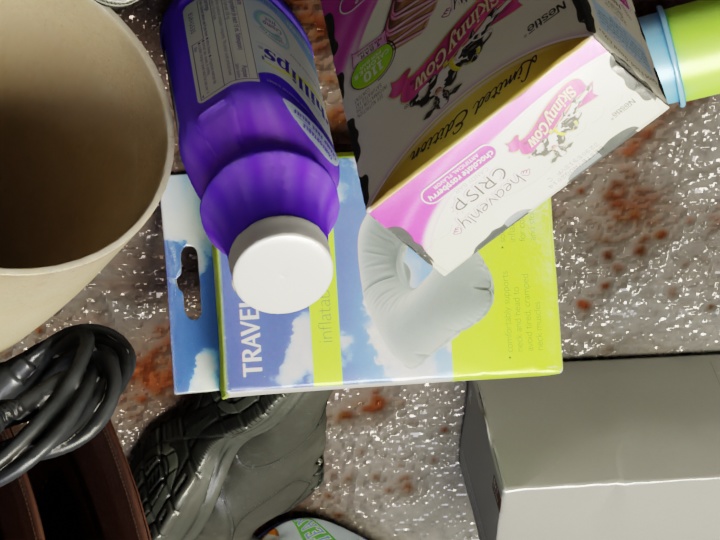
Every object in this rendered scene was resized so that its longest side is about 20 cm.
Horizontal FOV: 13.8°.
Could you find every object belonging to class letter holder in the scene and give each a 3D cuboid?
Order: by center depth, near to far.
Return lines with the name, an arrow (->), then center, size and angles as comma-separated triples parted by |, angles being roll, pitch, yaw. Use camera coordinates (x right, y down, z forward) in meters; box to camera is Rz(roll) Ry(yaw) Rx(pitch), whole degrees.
letter holder -> -0.189, 0.149, 1.551 | 0.100, 0.200, 0.142 | 17, 119, -30

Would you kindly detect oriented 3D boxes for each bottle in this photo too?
bottle -> -0.049, -0.060, 1.413 | 0.065, 0.200, 0.084 | -32, 127, 15

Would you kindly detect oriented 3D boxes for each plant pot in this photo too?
plant pot -> -0.210, -0.025, 1.443 | 0.187, 0.188, 0.200 | 11, 144, -19

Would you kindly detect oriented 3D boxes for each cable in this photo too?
cable -> -0.201, 0.085, 1.471 | 0.200, 0.163, 0.051 | -29, 96, -22

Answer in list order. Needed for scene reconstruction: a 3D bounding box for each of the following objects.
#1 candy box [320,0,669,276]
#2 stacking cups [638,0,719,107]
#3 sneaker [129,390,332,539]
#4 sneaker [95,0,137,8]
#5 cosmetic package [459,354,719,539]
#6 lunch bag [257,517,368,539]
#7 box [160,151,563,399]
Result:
candy box -> 0.056, -0.112, 1.389 | 0.136, 0.200, 0.061 | -38, 127, 20
stacking cups -> 0.141, -0.100, 1.510 | 0.199, 0.061, 0.061 | -16, 131, 6
sneaker -> -0.051, 0.084, 1.629 | 0.091, 0.076, 0.200 | 13, 133, -32
sneaker -> -0.115, -0.203, 1.357 | 0.078, 0.085, 0.200 | -3, 131, -8
cosmetic package -> 0.161, 0.110, 1.658 | 0.199, 0.107, 0.090 | -3, 131, -5
lunch bag -> -0.035, 0.239, 1.751 | 0.160, 0.076, 0.200 | 31, 119, -33
box -> 0.000, 0.000, 1.532 | 0.199, 0.048, 0.122 | -4, 87, -7
